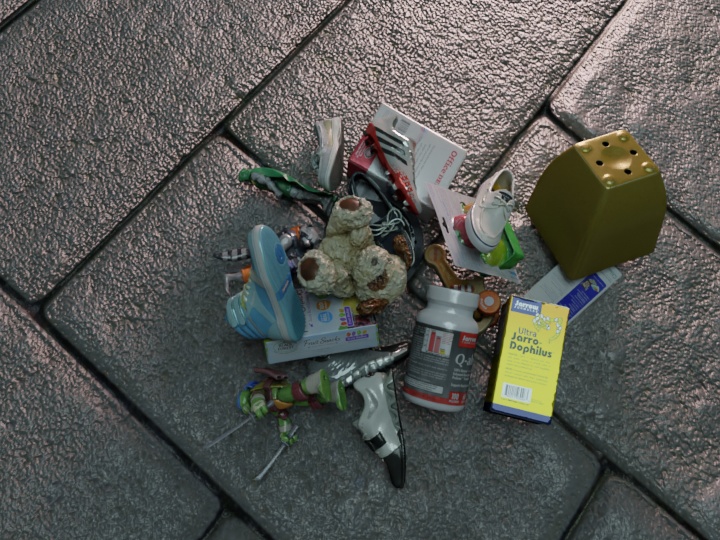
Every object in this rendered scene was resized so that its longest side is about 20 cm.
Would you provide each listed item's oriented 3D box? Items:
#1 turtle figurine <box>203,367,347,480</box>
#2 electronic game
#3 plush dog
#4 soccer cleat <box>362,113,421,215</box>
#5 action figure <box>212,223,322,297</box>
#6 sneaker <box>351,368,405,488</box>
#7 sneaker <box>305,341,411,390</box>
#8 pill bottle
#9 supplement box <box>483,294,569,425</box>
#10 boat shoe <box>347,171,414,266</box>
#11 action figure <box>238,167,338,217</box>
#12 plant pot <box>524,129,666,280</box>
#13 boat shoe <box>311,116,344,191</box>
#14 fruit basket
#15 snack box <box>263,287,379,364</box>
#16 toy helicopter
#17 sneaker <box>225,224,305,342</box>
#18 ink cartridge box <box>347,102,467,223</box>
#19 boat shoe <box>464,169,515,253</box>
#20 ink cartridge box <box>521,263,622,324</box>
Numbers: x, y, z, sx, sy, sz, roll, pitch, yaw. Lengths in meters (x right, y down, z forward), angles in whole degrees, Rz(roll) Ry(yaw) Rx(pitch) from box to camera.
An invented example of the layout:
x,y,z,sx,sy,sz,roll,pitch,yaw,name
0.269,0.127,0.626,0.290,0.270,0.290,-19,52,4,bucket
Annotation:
x,y,z,sx,sy,sz,roll,pitch,yaw,name
-0.125,0.249,1.114,0.190,0.201,0.146,-19,116,18,turtle figurine
0.024,-0.053,1.284,0.194,0.042,0.206,0,82,0,electronic game
0.000,0.000,1.169,0.169,0.162,0.202,26,64,12,plush dog
0.077,-0.200,1.245,0.084,0.069,0.203,-27,75,-3,soccer cleat
-0.159,-0.026,1.183,0.190,0.200,0.106,-27,88,-4,action figure
0.032,0.278,1.159,0.086,0.074,0.206,-10,89,2,sneaker
-0.010,0.143,1.208,0.196,0.075,0.117,-24,73,-11,sneaker
0.145,0.134,1.173,0.113,0.116,0.206,11,91,-1,pill bottle
0.293,0.161,1.189,0.107,0.109,0.205,12,80,6,supplement box
0.039,-0.093,1.237,0.074,0.062,0.204,-26,83,-4,boat shoe
-0.147,-0.157,1.290,0.196,0.118,0.056,20,82,11,action figure
0.450,-0.141,1.251,0.191,0.202,0.197,-18,56,-10,plant pot
-0.067,-0.228,1.305,0.063,0.075,0.205,-3,48,6,boat shoe
0.207,-0.066,1.244,0.196,0.094,0.189,7,53,-37,fruit basket
-0.074,0.087,1.190,0.194,0.054,0.143,-9,34,-5,snack box
0.171,0.040,1.271,0.130,0.079,0.202,-28,65,-4,toy helicopter
-0.175,0.030,1.076,0.127,0.080,0.205,-6,113,21,sneaker
0.090,-0.211,1.327,0.197,0.086,0.149,31,74,4,ink cartridge box
0.240,-0.113,1.188,0.070,0.070,0.201,36,43,-7,boat shoe
0.406,0.035,1.300,0.198,0.039,0.100,-36,78,-17,ink cartridge box
